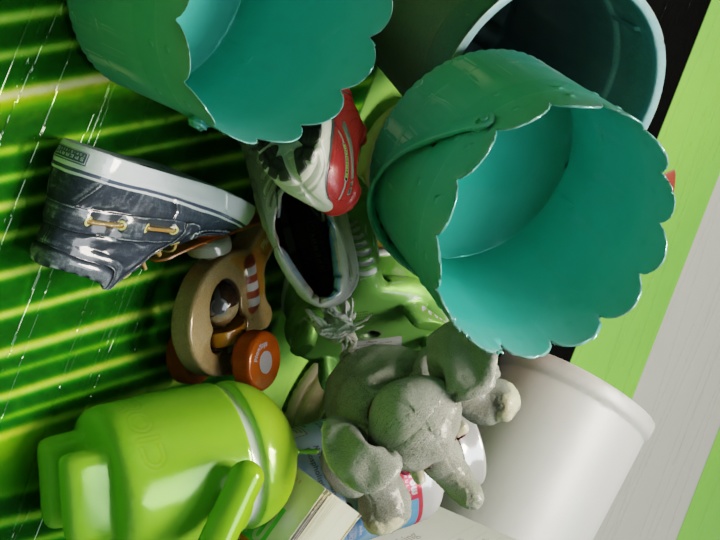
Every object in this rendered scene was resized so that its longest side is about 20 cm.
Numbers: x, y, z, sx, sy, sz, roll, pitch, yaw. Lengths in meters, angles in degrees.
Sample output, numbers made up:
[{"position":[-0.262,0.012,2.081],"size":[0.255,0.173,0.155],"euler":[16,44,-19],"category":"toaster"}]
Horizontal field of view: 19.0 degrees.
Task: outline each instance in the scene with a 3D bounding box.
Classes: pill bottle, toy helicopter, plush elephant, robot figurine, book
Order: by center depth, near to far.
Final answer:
[{"position":[-0.135,0.146,1.589],"size":[0.200,0.175,0.116],"euler":[-11,105,-29],"category":"robot figurine"},{"position":[0.042,0.118,1.631],"size":[0.165,0.155,0.200],"euler":[-38,119,-2],"category":"plush elephant"},{"position":[-0.096,-0.011,1.664],"size":[0.200,0.079,0.132],"euler":[-63,143,-33],"category":"toy helicopter"},{"position":[-0.108,0.233,1.665],"size":[0.200,0.134,0.048],"euler":[-54,131,-5],"category":"book"},{"position":[-0.002,0.170,1.788],"size":[0.200,0.109,0.109],"euler":[-17,128,-17],"category":"pill bottle"}]

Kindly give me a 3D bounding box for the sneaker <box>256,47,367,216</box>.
[{"position":[-0.033,-0.119,1.563],"size":[0.085,0.077,0.200],"euler":[41,36,-39],"category":"sneaker"}]

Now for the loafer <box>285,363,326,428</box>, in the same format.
[{"position":[-0.001,0.097,1.866],"size":[0.200,0.068,0.076],"euler":[-62,150,-13],"category":"loafer"}]

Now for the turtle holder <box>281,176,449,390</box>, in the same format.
[{"position":[-0.008,0.005,1.737],"size":[0.185,0.141,0.132],"euler":[31,44,-52],"category":"turtle holder"}]

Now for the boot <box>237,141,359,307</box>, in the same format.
[{"position":[-0.047,-0.069,1.589],"size":[0.096,0.073,0.200],"euler":[-85,155,-88],"category":"boot"}]

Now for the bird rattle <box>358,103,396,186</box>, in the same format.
[{"position":[0.070,-0.092,1.848],"size":[0.163,0.113,0.201],"euler":[-11,115,-38],"category":"bird rattle"}]

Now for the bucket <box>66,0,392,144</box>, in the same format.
[{"position":[-0.089,-0.193,1.452],"size":[0.207,0.135,0.208],"euler":[-22,121,-42],"category":"bucket"}]

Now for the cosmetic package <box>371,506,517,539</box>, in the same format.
[{"position":[0.013,0.299,1.878],"size":[0.165,0.200,0.165],"euler":[-19,124,-54],"category":"cosmetic package"}]

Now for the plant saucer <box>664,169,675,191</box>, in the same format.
[{"position":[0.197,-0.011,2.045],"size":[0.200,0.037,0.199],"euler":[-41,169,36],"category":"plant saucer"}]

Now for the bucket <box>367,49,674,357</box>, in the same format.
[{"position":[0.111,-0.054,1.562],"size":[0.207,0.135,0.208],"euler":[-13,123,-21],"category":"bucket"}]

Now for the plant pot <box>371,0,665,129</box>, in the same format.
[{"position":[0.104,-0.179,1.705],"size":[0.200,0.196,0.201],"euler":[-14,124,-22],"category":"plant pot"}]

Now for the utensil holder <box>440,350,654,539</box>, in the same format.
[{"position":[0.173,0.202,2.120],"size":[0.200,0.170,0.170],"euler":[-62,149,-12],"category":"utensil holder"}]

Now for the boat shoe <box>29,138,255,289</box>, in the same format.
[{"position":[-0.159,-0.032,1.536],"size":[0.200,0.071,0.091],"euler":[15,96,-54],"category":"boat shoe"}]
